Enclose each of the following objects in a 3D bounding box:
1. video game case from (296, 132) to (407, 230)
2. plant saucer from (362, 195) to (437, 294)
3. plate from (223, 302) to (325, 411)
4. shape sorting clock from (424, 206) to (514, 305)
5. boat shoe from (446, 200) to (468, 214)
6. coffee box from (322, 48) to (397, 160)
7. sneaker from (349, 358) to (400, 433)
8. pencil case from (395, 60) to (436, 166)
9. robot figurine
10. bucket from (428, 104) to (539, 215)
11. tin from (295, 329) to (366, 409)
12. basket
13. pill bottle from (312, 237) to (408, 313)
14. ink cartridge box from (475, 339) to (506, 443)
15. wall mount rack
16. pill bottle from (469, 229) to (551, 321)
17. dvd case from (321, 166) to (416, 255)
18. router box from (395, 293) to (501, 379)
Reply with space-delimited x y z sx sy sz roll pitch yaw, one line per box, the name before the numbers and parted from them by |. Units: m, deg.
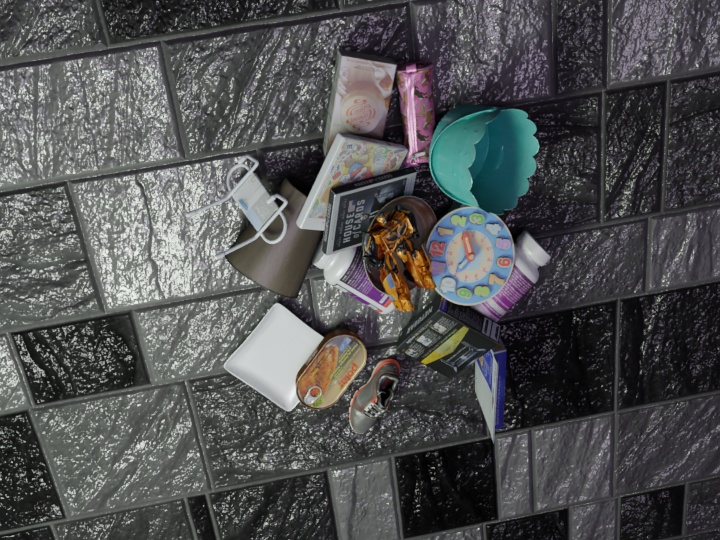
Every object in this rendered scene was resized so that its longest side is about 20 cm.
video game case | -0.015 -0.163 1.494 0.179 0.023 0.203 1 126 -44
plant saucer | 0.077 -0.052 1.560 0.196 0.032 0.206 -14 113 -34
plate | -0.174 0.192 1.731 0.199 0.032 0.200 37 103 -21
shape sorting clock | 0.227 -0.029 1.596 0.194 0.039 0.206 -1 97 -5
boat shoe | 0.200 -0.079 1.650 0.069 0.071 0.202 32 99 -17
coffee box | -0.004 -0.315 1.506 0.111 0.080 0.205 5 113 -11
sneaker | 0.031 0.302 1.781 0.075 0.082 0.204 19 109 -16
pencil case | 0.111 -0.310 1.520 0.081 0.086 0.205 -14 115 -18
robot figurine | 0.079 -0.027 1.512 0.144 0.058 0.203 -41 125 -23
bucket | 0.238 -0.225 1.514 0.203 0.134 0.213 -17 118 -35
tin | -0.067 0.221 1.724 0.111 0.042 0.201 34 103 -18
basket | -0.154 -0.075 1.566 0.177 0.136 0.203 27 104 -18
pill bottle | 0.000 0.000 1.628 0.197 0.113 0.114 31 107 -20
ink cartridge box | 0.297 0.244 1.730 0.046 0.201 0.203 -4 115 -5
wall mount rack | -0.237 -0.120 1.497 0.174 0.201 0.074 -45 154 12
pill bottle | 0.318 0.013 1.680 0.112 0.113 0.200 39 104 -22
dvd case | 0.017 -0.118 1.532 0.196 0.025 0.153 -19 138 -30
router box | 0.190 0.147 1.691 0.155 0.053 0.200 29 141 -12
